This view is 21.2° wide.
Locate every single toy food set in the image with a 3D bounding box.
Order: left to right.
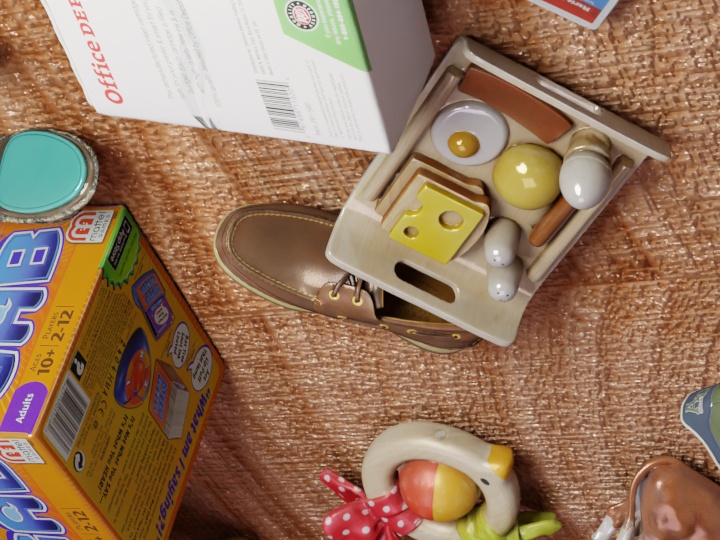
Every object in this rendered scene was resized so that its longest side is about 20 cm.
[{"bbox_3d":[0.081,-0.043,1.199,0.143,0.061,0.200,25,132,-12],"label":"toy food set"}]

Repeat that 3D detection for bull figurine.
[{"bbox_3d":[0.277,0.217,1.475,0.199,0.065,0.122,34,110,-10],"label":"bull figurine"}]

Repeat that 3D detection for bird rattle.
[{"bbox_3d":[0.060,0.178,1.535,0.199,0.113,0.164,19,136,20],"label":"bird rattle"}]

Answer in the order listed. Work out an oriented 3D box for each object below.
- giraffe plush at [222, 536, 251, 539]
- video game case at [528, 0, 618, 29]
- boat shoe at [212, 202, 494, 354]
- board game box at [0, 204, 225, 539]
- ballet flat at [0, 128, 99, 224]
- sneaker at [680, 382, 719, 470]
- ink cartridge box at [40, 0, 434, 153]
[{"bbox_3d":[-0.211,0.287,1.730,0.161,0.174,0.200,25,-177,30],"label":"giraffe plush"},{"bbox_3d":[0.106,-0.217,1.009,0.142,0.018,0.200,23,145,-9],"label":"video game case"},{"bbox_3d":[0.000,0.001,1.292,0.199,0.073,0.068,20,170,-13],"label":"boat shoe"},{"bbox_3d":[-0.248,0.093,1.425,0.198,0.201,0.200,-1,141,24],"label":"board game box"},{"bbox_3d":[-0.244,-0.060,1.345,0.199,0.068,0.075,1,164,31],"label":"ballet flat"},{"bbox_3d":[0.285,0.133,1.281,0.089,0.067,0.200,-5,140,42],"label":"sneaker"},{"bbox_3d":[-0.073,-0.154,1.101,0.198,0.085,0.147,10,145,22],"label":"ink cartridge box"}]
